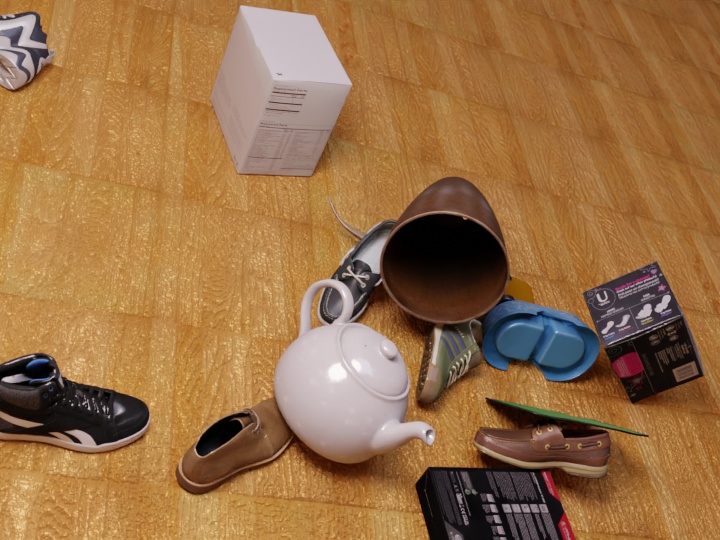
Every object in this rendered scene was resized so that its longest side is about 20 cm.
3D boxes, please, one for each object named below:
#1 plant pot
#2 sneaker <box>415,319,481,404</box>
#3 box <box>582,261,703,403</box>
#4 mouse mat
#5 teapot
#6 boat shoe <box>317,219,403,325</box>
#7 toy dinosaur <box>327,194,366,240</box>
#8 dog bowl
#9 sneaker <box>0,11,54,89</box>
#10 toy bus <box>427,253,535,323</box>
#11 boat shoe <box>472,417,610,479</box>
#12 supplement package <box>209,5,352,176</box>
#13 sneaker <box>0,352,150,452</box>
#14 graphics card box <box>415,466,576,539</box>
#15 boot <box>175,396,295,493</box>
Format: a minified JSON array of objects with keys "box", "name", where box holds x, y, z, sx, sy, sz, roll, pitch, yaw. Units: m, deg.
[{"box":[0.132,-0.055,1.359,0.185,0.188,0.201,24,34,-6],"name":"plant pot"},{"box":[0.141,0.127,1.356,0.089,0.067,0.201,19,39,-4],"name":"sneaker"},{"box":[0.454,0.101,1.444,0.200,0.131,0.115,50,21,-47],"name":"box"},{"box":[0.299,0.215,1.322,0.198,0.161,0.008,15,86,-17],"name":"mouse mat"},{"box":[-0.008,0.137,1.174,0.199,0.146,0.198,35,29,-15],"name":"teapot"},{"box":[0.000,0.000,1.373,0.075,0.060,0.201,28,59,6],"name":"boat shoe"},{"box":[0.027,-0.042,1.481,0.198,0.061,0.107,20,29,-27],"name":"toy dinosaur"},{"box":[0.281,0.108,1.432,0.198,0.112,0.050,14,29,-17],"name":"dog bowl"},{"box":[-0.577,-0.384,1.443,0.198,0.080,0.130,35,40,5],"name":"sneaker"},{"box":[0.187,0.038,1.465,0.198,0.079,0.066,15,45,-17],"name":"toy bus"},{"box":[0.256,0.239,1.268,0.198,0.068,0.072,10,9,-6],"name":"boat shoe"},{"box":[-0.139,-0.298,1.516,0.146,0.201,0.192,-2,51,-31],"name":"supplement package"},{"box":[-0.331,0.149,1.034,0.198,0.112,0.074,6,47,-25],"name":"sneaker"},{"box":[0.180,0.327,1.197,0.198,0.051,0.126,7,46,-26],"name":"graphics card box"},{"box":[-0.137,0.201,1.123,0.074,0.076,0.199,42,40,18],"name":"boot"}]
